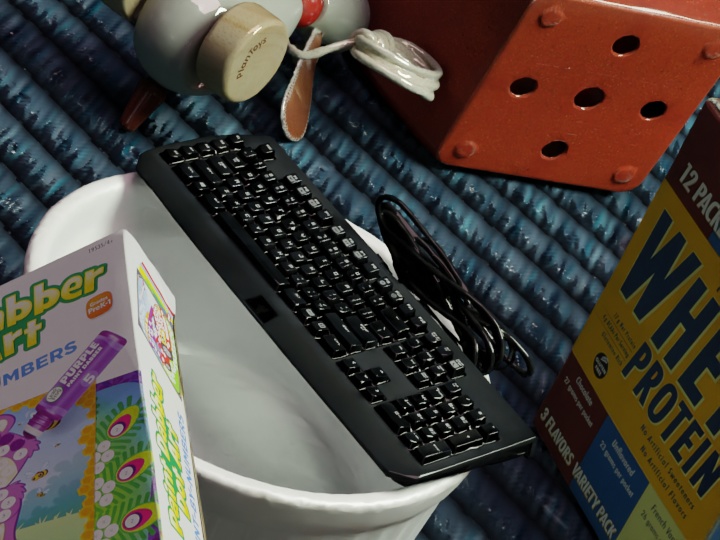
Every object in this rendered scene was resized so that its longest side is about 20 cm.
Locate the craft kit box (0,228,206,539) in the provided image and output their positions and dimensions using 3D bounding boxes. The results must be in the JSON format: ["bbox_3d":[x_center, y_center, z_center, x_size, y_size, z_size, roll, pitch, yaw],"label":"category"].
[{"bbox_3d":[-0.146,0.099,0.727,0.049,0.199,0.198,59,10,-36],"label":"craft kit box"}]

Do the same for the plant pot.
[{"bbox_3d":[0.109,-0.160,1.253,0.199,0.200,0.177,7,47,-25],"label":"plant pot"}]

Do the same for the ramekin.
[{"bbox_3d":[-0.054,0.058,0.911,0.199,0.098,0.201,18,34,-12],"label":"ramekin"}]

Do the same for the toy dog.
[{"bbox_3d":[-0.065,-0.113,1.176,0.199,0.097,0.132,13,29,-46],"label":"toy dog"}]

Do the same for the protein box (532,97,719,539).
[{"bbox_3d":[0.224,0.047,1.019,0.199,0.199,0.135,4,38,-30],"label":"protein box"}]

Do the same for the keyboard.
[{"bbox_3d":[0.000,0.000,0.903,0.104,0.040,0.200,-11,48,-42],"label":"keyboard"}]
